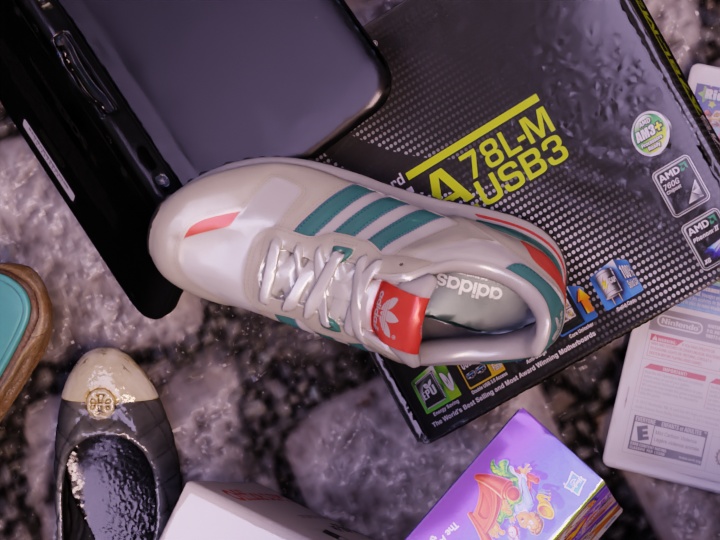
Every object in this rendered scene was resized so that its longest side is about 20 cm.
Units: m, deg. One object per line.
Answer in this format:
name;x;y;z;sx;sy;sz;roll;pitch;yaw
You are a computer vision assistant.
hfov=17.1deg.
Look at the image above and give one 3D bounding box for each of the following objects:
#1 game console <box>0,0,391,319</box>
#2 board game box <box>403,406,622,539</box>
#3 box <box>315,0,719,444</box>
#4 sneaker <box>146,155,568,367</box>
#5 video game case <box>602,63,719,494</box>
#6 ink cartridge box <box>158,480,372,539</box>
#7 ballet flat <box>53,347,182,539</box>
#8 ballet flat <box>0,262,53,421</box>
game console;-0.099;-0.107;1.192;0.116;0.176;0.201;-29;77;-24
board game box;0.022;0.153;0.979;0.045;0.134;0.200;41;89;14
box;0.069;-0.047;1.160;0.199;0.047;0.194;-30;85;18
sneaker;0.000;0.000;1.085;0.198;0.093;0.071;11;107;-3
video game case;0.208;0.012;1.157;0.142;0.018;0.202;13;88;14
ink cartridge box;0.004;0.175;1.122;0.199;0.146;0.085;25;89;12
ballet flat;-0.125;0.139;1.200;0.066;0.057;0.202;-2;85;11
ballet flat;-0.216;0.084;1.217;0.068;0.072;0.201;33;93;12
